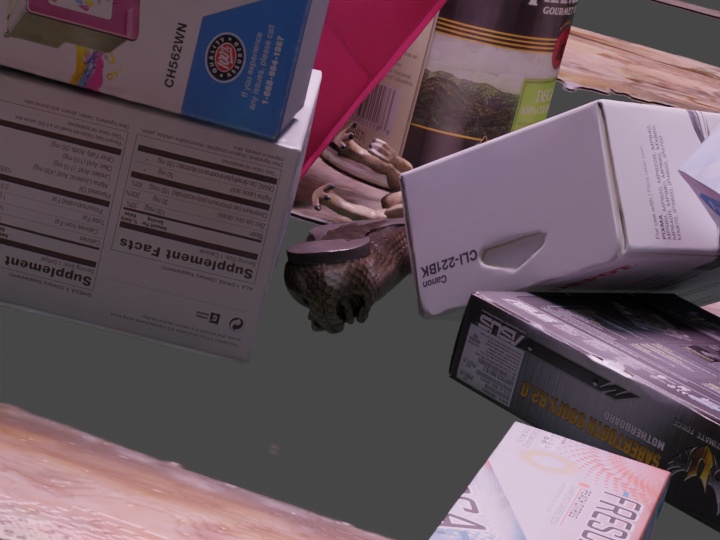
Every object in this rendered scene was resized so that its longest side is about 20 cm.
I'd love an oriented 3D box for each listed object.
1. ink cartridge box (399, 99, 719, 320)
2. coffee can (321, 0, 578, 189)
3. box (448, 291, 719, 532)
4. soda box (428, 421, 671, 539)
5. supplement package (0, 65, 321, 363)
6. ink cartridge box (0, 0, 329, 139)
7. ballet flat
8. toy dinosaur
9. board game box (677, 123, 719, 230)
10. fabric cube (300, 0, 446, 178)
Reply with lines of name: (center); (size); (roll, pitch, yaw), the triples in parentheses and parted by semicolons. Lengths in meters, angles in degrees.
ink cartridge box: (0.140, -0.027, 1.285); (0.144, 0.084, 0.200); (-19, -13, 42)
coffee can: (0.065, -0.158, 1.598); (0.146, 0.200, 0.146); (13, 15, -4)
box: (0.166, 0.066, 1.167); (0.158, 0.048, 0.200); (2, 19, -44)
soda box: (0.060, 0.116, 0.859); (0.068, 0.064, 0.200); (17, 14, 10)
supplement package: (-0.110, -0.049, 1.206); (0.155, 0.111, 0.200); (14, 14, -2)
ink cartridge box: (-0.112, -0.158, 1.106); (0.199, 0.145, 0.085); (15, 16, 4)
ballet flat: (0.000, 0.000, 1.281); (0.067, 0.046, 0.200); (-6, 6, 10)
toy dinosaur: (0.023, -0.037, 1.427); (0.101, 0.058, 0.200); (32, -6, -20)
board game box: (0.268, 0.032, 1.169); (0.200, 0.043, 0.199); (38, -7, 47)
fabric cube: (-0.094, -0.198, 1.455); (0.196, 0.200, 0.199); (28, -15, 44)
